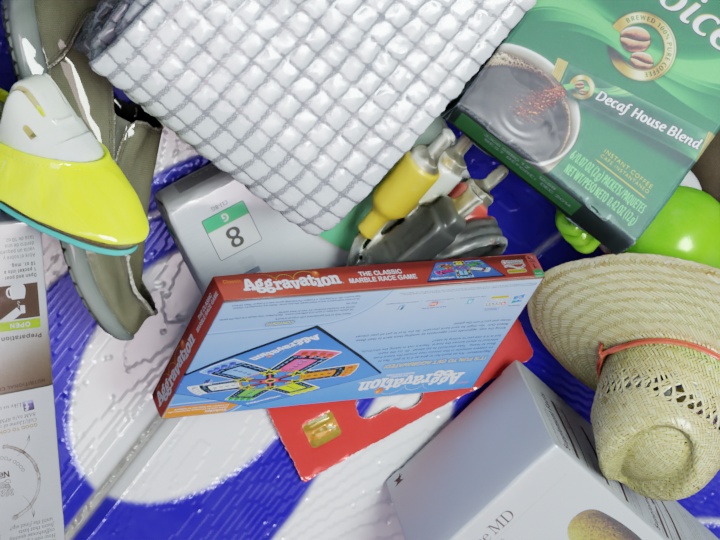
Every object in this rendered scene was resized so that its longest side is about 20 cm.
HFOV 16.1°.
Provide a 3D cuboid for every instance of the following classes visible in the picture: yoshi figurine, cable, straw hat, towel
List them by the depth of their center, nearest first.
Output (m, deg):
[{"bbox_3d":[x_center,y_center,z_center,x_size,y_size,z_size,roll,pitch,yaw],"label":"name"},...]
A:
[{"bbox_3d":[-0.024,-0.142,1.309,0.166,0.086,0.200,38,95,-21],"label":"towel"},{"bbox_3d":[0.143,-0.063,1.384,0.112,0.112,0.200,-25,105,34],"label":"yoshi figurine"},{"bbox_3d":[0.166,0.078,1.387,0.201,0.201,0.085,36,61,-22],"label":"straw hat"},{"bbox_3d":[0.000,0.000,1.396,0.200,0.050,0.097,-36,147,16],"label":"cable"}]

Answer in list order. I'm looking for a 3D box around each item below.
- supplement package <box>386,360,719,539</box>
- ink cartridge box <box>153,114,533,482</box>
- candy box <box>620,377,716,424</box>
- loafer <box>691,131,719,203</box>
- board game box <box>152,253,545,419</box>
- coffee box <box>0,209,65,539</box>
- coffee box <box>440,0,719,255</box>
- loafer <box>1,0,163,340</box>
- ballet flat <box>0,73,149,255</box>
[{"bbox_3d":[0.127,0.169,1.472,0.114,0.110,0.200,-45,113,11],"label":"supplement package"},{"bbox_3d":[-0.001,0.008,1.429,0.161,0.050,0.200,-28,110,-6],"label":"ink cartridge box"},{"bbox_3d":[0.251,0.047,1.499,0.200,0.026,0.102,-7,114,-1],"label":"candy box"},{"bbox_3d":[0.186,-0.111,1.430,0.073,0.071,0.200,-12,109,-12],"label":"loafer"},{"bbox_3d":[-0.005,0.035,1.376,0.200,0.019,0.103,-4,141,-31],"label":"board game box"},{"bbox_3d":[-0.208,0.057,1.349,0.080,0.114,0.200,-7,108,-14],"label":"coffee box"},{"bbox_3d":[0.148,-0.124,1.338,0.123,0.044,0.200,39,76,-3],"label":"coffee box"},{"bbox_3d":[-0.135,-0.058,1.354,0.070,0.075,0.200,-15,110,-6],"label":"loafer"},{"bbox_3d":[-0.187,-0.077,1.286,0.067,0.200,0.067,-23,136,-56],"label":"ballet flat"}]
